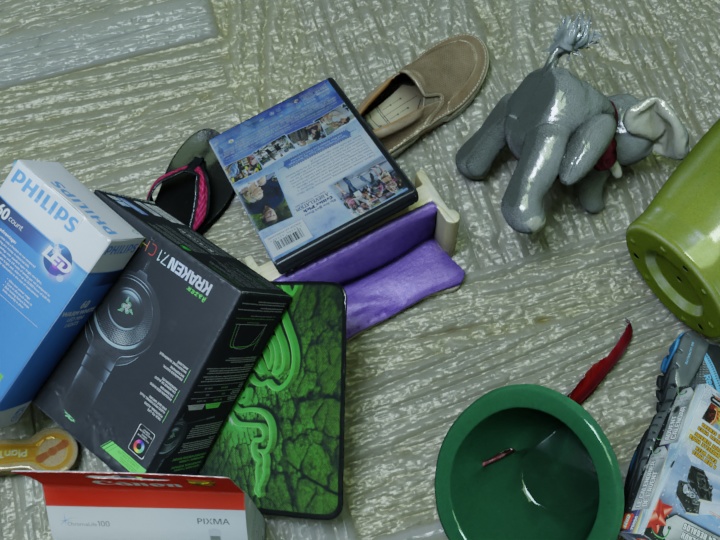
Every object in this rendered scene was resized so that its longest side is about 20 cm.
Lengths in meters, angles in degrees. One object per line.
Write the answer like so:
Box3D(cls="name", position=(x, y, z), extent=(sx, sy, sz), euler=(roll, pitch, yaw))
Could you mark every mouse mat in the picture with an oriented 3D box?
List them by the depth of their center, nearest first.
Box3D(cls="mouse mat", position=(-0.086, 0.109, 0.813), extent=(0.160, 0.008, 0.202), euler=(-1, 85, 22))

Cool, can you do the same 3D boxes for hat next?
Box3D(cls="hat", position=(0.187, 0.172, 0.831), extent=(0.200, 0.176, 0.166), euler=(-47, 64, 25))

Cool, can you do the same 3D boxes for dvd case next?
Box3D(cls="dvd case", position=(-0.049, -0.096, 0.882), extent=(0.142, 0.018, 0.200), euler=(-28, 49, -5))

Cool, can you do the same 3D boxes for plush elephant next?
Box3D(cls="plush elephant", position=(0.213, -0.126, 0.901), extent=(0.154, 0.165, 0.201), euler=(22, 102, -26))

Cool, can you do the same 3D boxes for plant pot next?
Box3D(cls="plant pot", position=(0.351, -0.046, 0.837), extent=(0.193, 0.200, 0.201), euler=(-37, 70, -5))

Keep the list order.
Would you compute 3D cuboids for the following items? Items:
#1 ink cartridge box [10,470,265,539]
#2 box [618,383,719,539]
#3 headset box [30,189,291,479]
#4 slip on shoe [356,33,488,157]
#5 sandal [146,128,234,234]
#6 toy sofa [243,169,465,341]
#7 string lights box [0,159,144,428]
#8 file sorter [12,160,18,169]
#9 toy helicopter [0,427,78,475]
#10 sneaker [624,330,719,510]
Box3D(cls="ink cartridge box", position=(-0.164, 0.198, 0.730), extent=(0.159, 0.200, 0.048), euler=(1, 67, 2))
Box3D(cls="box", position=(0.317, 0.204, 0.761), extent=(0.200, 0.040, 0.137), euler=(36, 69, -10))
Box3D(cls="headset box", position=(-0.188, 0.062, 0.805), extent=(0.174, 0.093, 0.201), euler=(33, 99, 22))
Box3D(cls="slip on shoe", position=(0.058, -0.184, 0.967), extent=(0.200, 0.061, 0.076), euler=(-39, 71, -14))
Box3D(cls="sandal", position=(-0.183, -0.059, 0.927), extent=(0.075, 0.045, 0.201), euler=(23, 69, 11))
Box3D(cls="toy sofa", position=(0.000, 0.000, 0.876), extent=(0.199, 0.083, 0.098), euler=(-27, 68, -9))
Box3D(cls="string lights box", position=(-0.276, 0.022, 0.754), extent=(0.103, 0.059, 0.200), euler=(40, 102, 9))
Box3D(cls="file sorter", position=(-0.379, 0.001, 0.866), extent=(0.199, 0.123, 0.139), euler=(-18, 68, -7))
Box3D(cls="toy helicopter", position=(-0.350, 0.174, 0.818), extent=(0.199, 0.079, 0.133), euler=(-1, 59, -12))
Box3D(cls="sneaker", position=(0.284, 0.149, 0.807), extent=(0.081, 0.073, 0.201), euler=(22, 69, 12))
